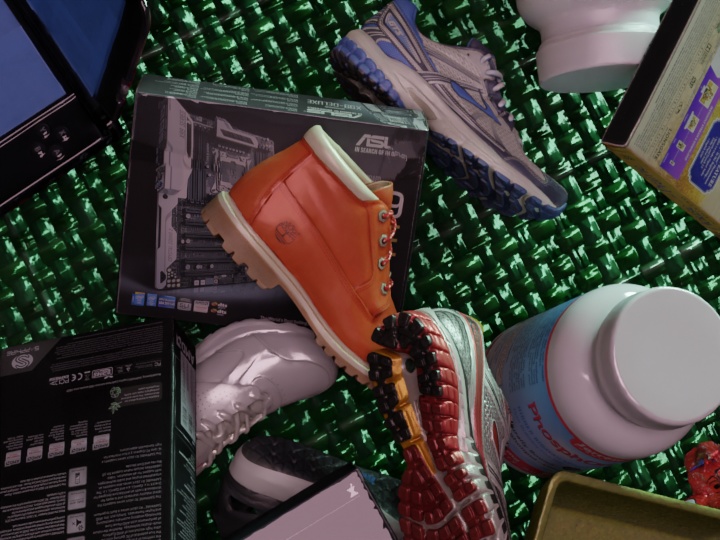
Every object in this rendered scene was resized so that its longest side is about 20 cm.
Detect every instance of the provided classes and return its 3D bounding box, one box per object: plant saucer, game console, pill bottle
[{"bbox_3d":[0.164,0.244,1.100,0.198,0.048,0.203,17,89,-31],"label":"plant saucer"},{"bbox_3d":[-0.244,-0.168,1.081,0.171,0.119,0.201,-34,70,-7],"label":"game console"},{"bbox_3d":[0.156,0.071,1.060,0.107,0.200,0.110,4,77,-17],"label":"pill bottle"},{"bbox_3d":[0.162,-0.234,1.149,0.114,0.116,0.203,-4,85,-5],"label":"pill bottle"}]

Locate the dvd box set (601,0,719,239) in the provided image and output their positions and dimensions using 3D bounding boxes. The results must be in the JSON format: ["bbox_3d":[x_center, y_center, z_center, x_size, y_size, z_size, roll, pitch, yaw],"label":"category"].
[{"bbox_3d":[0.268,-0.101,1.136,0.199,0.029,0.148,32,82,-33],"label":"dvd box set"}]

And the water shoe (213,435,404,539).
[{"bbox_3d":[-0.005,0.183,1.129,0.198,0.072,0.080,25,110,-3],"label":"water shoe"}]

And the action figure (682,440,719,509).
[{"bbox_3d":[0.295,0.107,1.139,0.065,0.099,0.200,44,85,1],"label":"action figure"}]

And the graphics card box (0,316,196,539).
[{"bbox_3d":[-0.166,0.135,1.016,0.124,0.051,0.202,-12,60,11],"label":"graphics card box"}]

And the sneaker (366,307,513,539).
[{"bbox_3d":[0.070,0.120,1.039,0.082,0.077,0.203,-11,91,-46],"label":"sneaker"}]

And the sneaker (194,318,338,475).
[{"bbox_3d":[-0.105,0.101,1.096,0.197,0.078,0.100,-16,48,2],"label":"sneaker"}]

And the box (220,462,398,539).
[{"bbox_3d":[-0.054,0.235,1.039,0.198,0.079,0.142,-30,91,-5],"label":"box"}]

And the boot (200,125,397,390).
[{"bbox_3d":[0.000,0.000,1.066,0.107,0.075,0.200,-41,110,3],"label":"boot"}]

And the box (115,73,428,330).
[{"bbox_3d":[-0.061,-0.040,1.112,0.197,0.050,0.160,8,111,-4],"label":"box"}]

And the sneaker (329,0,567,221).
[{"bbox_3d":[0.077,-0.118,1.152,0.200,0.077,0.085,41,78,-1],"label":"sneaker"}]
